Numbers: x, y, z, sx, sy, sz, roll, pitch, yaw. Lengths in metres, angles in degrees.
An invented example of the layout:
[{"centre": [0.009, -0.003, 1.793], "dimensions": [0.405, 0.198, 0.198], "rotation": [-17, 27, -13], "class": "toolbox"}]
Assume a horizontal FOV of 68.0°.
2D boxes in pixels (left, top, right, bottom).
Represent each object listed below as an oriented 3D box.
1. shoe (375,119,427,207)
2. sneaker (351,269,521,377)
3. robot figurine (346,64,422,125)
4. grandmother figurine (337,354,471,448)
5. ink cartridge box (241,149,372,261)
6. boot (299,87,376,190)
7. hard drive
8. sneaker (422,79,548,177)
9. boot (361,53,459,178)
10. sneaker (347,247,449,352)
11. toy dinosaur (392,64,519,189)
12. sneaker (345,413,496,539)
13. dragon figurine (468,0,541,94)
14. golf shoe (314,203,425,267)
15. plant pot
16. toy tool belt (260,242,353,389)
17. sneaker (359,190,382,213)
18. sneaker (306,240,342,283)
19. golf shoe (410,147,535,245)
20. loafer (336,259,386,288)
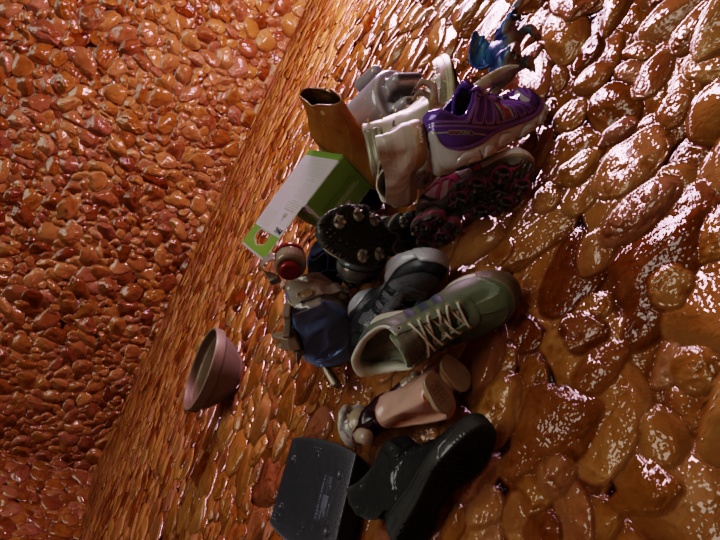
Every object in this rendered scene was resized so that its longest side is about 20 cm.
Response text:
[{"centre": [0.039, -0.122, 0.640], "dimensions": [0.200, 0.052, 0.071], "rotation": [97, 157, -79], "class": "shoe"}, {"centre": [0.071, 0.068, 0.563], "dimensions": [0.198, 0.068, 0.090], "rotation": [-24, 9, 35], "class": "sneaker"}, {"centre": [0.035, -0.269, 0.935], "dimensions": [0.199, 0.111, 0.173], "rotation": [-26, 78, 55], "class": "robot figurine"}, {"centre": [0.034, 0.163, 0.616], "dimensions": [0.200, 0.120, 0.061], "rotation": [-40, 77, 46], "class": "grandmother figurine"}, {"centre": [-0.093, -0.092, 0.872], "dimensions": [0.201, 0.075, 0.147], "rotation": [-54, 30, -5], "class": "ink cartridge box"}, {"centre": [-0.012, -0.214, 0.862], "dimensions": [0.199, 0.145, 0.071], "rotation": [28, 70, 27], "class": "boot"}, {"centre": [-0.056, 0.300, 0.716], "dimensions": [0.199, 0.042, 0.138], "rotation": [-19, 52, 58], "class": "hard drive"}, {"centre": [0.142, -0.177, 0.597], "dimensions": [0.080, 0.085, 0.199], "rotation": [-8, 20, 49], "class": "sneaker"}, {"centre": [0.078, -0.232, 0.796], "dimensions": [0.152, 0.072, 0.203], "rotation": [-14, 53, 19], "class": "boot"}, {"centre": [0.048, 0.060, 0.684], "dimensions": [0.200, 0.074, 0.116], "rotation": [-42, 38, 46], "class": "sneaker"}, {"centre": [0.109, -0.201, 0.695], "dimensions": [0.201, 0.100, 0.058], "rotation": [-53, -1, 22], "class": "toy dinosaur"}, {"centre": [0.056, 0.203, 0.556], "dimensions": [0.202, 0.059, 0.105], "rotation": [-61, 28, 17], "class": "sneaker"}, {"centre": [0.183, -0.294, 0.716], "dimensions": [0.099, 0.058, 0.204], "rotation": [-12, 64, 51], "class": "dragon figurine"}, {"centre": [0.003, -0.041, 0.713], "dimensions": [0.087, 0.198, 0.079], "rotation": [-7, 86, 41], "class": "golf shoe"}, {"centre": [-0.346, 0.248, 1.285], "dimensions": [0.201, 0.091, 0.204], "rotation": [-46, 31, 38], "class": "plant pot"}, {"centre": [-0.068, 0.070, 0.766], "dimensions": [0.123, 0.202, 0.124], "rotation": [-19, 39, 8], "class": "toy tool belt"}, {"centre": [-0.030, -0.131, 0.988], "dimensions": [0.122, 0.082, 0.202], "rotation": [-58, 31, 27], "class": "sneaker"}, {"centre": [-0.059, 0.041, 0.885], "dimensions": [0.079, 0.069, 0.203], "rotation": [-111, 28, -46], "class": "sneaker"}, {"centre": [0.131, -0.107, 0.656], "dimensions": [0.199, 0.072, 0.094], "rotation": [-28, 43, 54], "class": "golf shoe"}, {"centre": [0.000, 0.000, 0.803], "dimensions": [0.200, 0.070, 0.064], "rotation": [-69, -8, -78], "class": "loafer"}]
